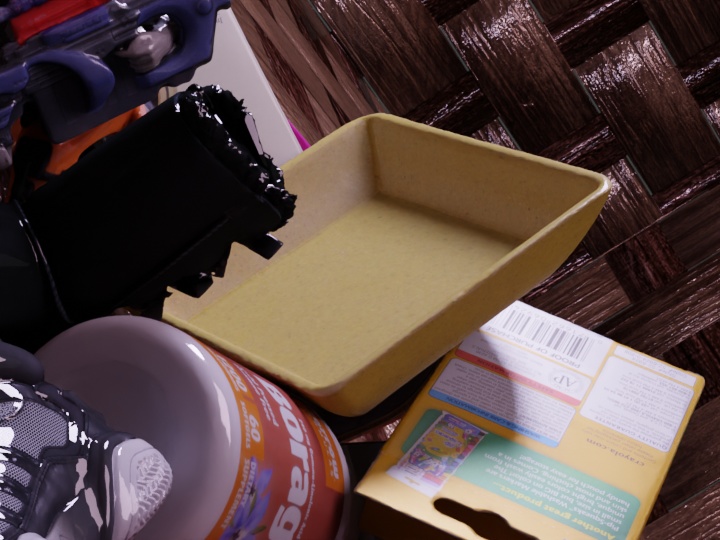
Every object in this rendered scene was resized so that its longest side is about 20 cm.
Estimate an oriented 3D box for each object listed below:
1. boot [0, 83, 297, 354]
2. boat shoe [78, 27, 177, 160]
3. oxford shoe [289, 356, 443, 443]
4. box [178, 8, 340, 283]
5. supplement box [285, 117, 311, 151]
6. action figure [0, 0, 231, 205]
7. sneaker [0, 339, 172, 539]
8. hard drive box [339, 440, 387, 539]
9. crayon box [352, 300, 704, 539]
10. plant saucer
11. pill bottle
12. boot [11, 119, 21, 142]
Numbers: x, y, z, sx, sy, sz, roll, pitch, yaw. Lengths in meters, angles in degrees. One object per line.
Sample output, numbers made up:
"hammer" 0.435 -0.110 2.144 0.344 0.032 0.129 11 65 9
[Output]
"boot" -0.124 -0.021 0.741 0.073 0.162 0.198 63 11 20
"boat shoe" -0.145 -0.063 0.973 0.075 0.062 0.200 55 -25 17
"oxford shoe" -0.017 0.053 0.957 0.071 0.200 0.073 49 3 36
"box" -0.095 -0.087 1.019 0.200 0.082 0.068 65 -25 4
"supplement box" -0.073 -0.031 1.163 0.101 0.103 0.200 20 -18 35
"action figure" -0.163 -0.077 0.818 0.105 0.200 0.194 47 -31 42
"sneaker" -0.144 0.079 0.594 0.114 0.075 0.200 43 19 1
"hard drive box" 0.037 0.205 0.886 0.200 0.077 0.156 -109 -159 -56
"crayon box" 0.083 0.096 0.869 0.126 0.052 0.200 23 33 12
"plant saucer" 0.000 0.000 0.912 0.200 0.200 0.048 21 -41 48
"pill bottle" -0.071 0.096 0.790 0.112 0.112 0.200 61 9 23
"boot" -0.177 -0.154 0.940 0.075 0.107 0.200 151 -62 -67
